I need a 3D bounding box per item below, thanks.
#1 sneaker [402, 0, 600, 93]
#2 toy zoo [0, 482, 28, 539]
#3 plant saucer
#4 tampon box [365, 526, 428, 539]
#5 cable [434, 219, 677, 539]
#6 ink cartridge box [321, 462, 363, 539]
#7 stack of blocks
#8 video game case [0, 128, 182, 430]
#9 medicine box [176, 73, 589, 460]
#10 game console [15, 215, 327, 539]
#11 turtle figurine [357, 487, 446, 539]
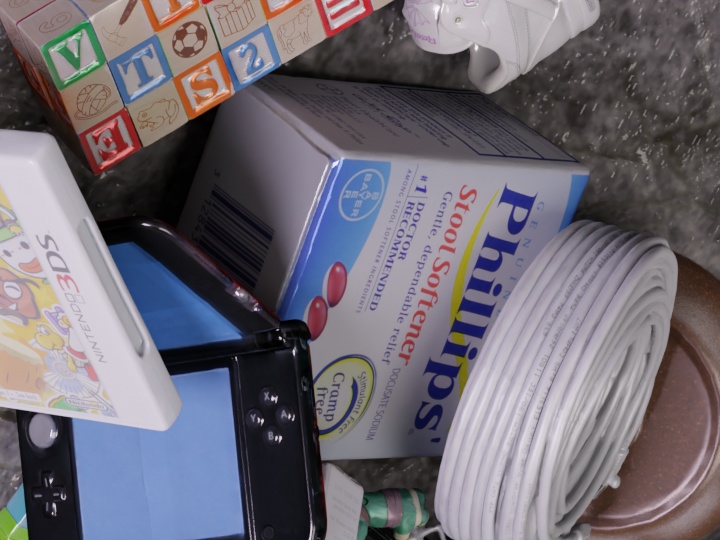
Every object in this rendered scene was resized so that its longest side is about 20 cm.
[{"bbox_3d":[0.057,-0.171,1.438,0.100,0.075,0.200,-42,133,-5],"label":"sneaker"},{"bbox_3d":[-0.122,0.117,1.540,0.131,0.020,0.200,31,99,-43],"label":"toy zoo"},{"bbox_3d":[0.146,0.082,1.603,0.199,0.037,0.202,2,103,8],"label":"plant saucer"},{"bbox_3d":[0.038,0.250,1.584,0.126,0.200,0.150,-51,165,4],"label":"tampon box"},{"bbox_3d":[0.109,0.066,1.485,0.200,0.069,0.201,-17,130,-69],"label":"cable"},{"bbox_3d":[-0.097,0.207,1.410,0.043,0.197,0.201,36,54,-42],"label":"ink cartridge box"},{"bbox_3d":[-0.080,-0.152,1.368,0.199,0.059,0.116,-32,132,-13],"label":"stack of blocks"},{"bbox_3d":[-0.200,-0.001,1.306,0.023,0.199,0.183,-59,143,-36],"label":"video game case"},{"bbox_3d":[0.000,0.000,1.473,0.199,0.103,0.183,1,116,-44],"label":"medicine box"},{"bbox_3d":[-0.132,0.070,1.369,0.118,0.199,0.174,0,83,-53],"label":"game console"},{"bbox_3d":[-0.028,0.164,1.480,0.150,0.200,0.101,-46,142,-3],"label":"turtle figurine"}]
